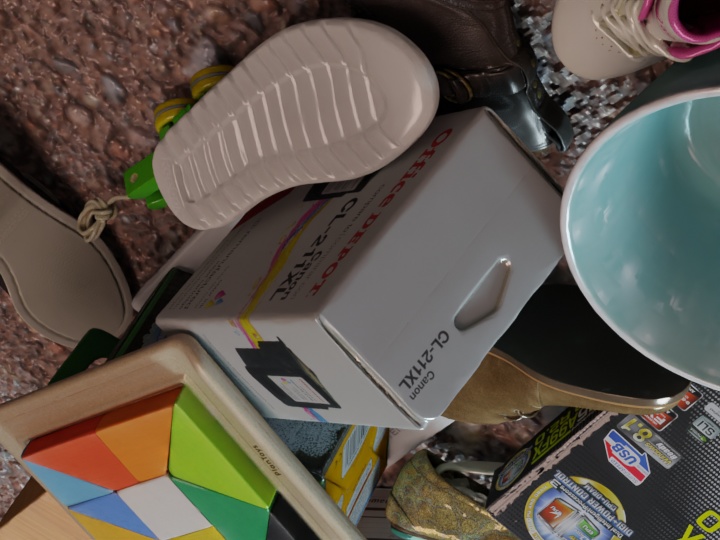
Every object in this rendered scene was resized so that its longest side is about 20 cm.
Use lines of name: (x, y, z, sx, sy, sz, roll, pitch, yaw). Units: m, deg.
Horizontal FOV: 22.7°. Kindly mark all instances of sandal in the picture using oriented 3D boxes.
sandal: (-0.034, -0.082, 0.932, 0.202, 0.050, 0.083, -19, 100, 42)

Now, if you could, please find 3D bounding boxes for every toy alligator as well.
toy alligator: (-0.096, -0.064, 1.049, 0.054, 0.060, 0.200, 6, 154, -37)

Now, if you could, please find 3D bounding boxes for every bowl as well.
bowl: (0.203, -0.040, 0.852, 0.200, 0.105, 0.201, 14, 138, 13)

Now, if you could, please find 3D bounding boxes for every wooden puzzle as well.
wooden puzzle: (-0.109, 0.130, 1.032, 0.199, 0.037, 0.185, -18, 120, 40)

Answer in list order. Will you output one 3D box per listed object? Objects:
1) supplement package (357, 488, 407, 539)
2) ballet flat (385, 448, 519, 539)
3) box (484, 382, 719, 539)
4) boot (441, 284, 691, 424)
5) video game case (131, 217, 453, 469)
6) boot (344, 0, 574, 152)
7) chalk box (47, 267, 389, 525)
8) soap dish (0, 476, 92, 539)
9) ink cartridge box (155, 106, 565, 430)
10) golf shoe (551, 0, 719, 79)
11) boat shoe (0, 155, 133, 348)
supplement package: (0.011, 0.252, 1.180, 0.109, 0.200, 0.114, -2, 130, 31)
ballet flat: (0.116, 0.162, 1.137, 0.199, 0.071, 0.071, 17, 138, 0)
box: (0.200, 0.145, 1.052, 0.200, 0.044, 0.160, 40, 119, -11)
boot: (0.096, 0.054, 1.011, 0.199, 0.074, 0.076, 13, 131, 31)
video game case: (-0.026, 0.038, 1.126, 0.200, 0.024, 0.182, 39, 138, -9)
boot: (0.006, -0.131, 0.915, 0.199, 0.069, 0.175, 16, 145, 26)
chalk box: (-0.092, 0.093, 1.108, 0.199, 0.125, 0.124, 17, 137, 15)
soap dish: (-0.131, 0.177, 1.232, 0.199, 0.158, 0.081, 32, 122, -2)
ink cartridge box: (0.000, 0.000, 0.935, 0.083, 0.146, 0.200, 47, 158, -19)
golf shoe: (0.137, -0.129, 0.809, 0.075, 0.092, 0.200, 35, 149, -9)
boat shoe: (-0.223, -0.024, 1.151, 0.200, 0.074, 0.060, 43, -179, -37)
